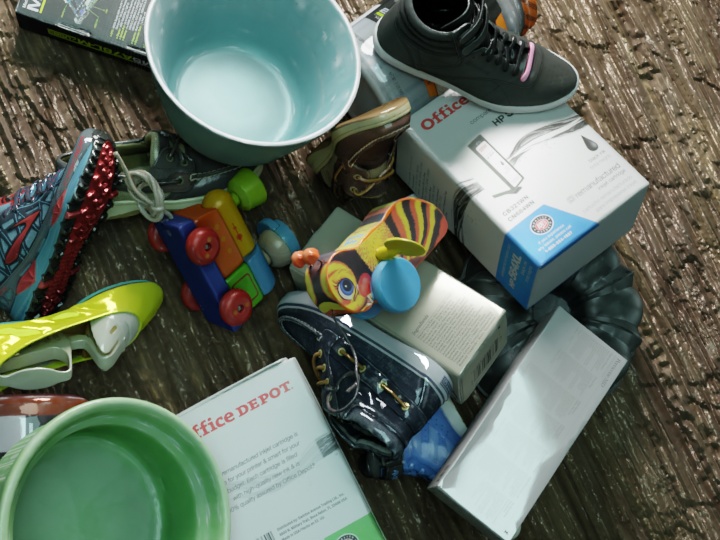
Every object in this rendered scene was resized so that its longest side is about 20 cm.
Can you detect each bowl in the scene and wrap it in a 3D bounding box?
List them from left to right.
[{"bbox_3d":[-0.108,-0.178,1.115,0.197,0.105,0.204,8,65,-16],"label":"bowl"}]

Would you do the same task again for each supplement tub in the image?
[{"bbox_3d":[-0.286,0.212,1.053,0.105,0.107,0.204,-1,78,-9],"label":"supplement tub"},{"bbox_3d":[0.071,-0.226,1.192,0.199,0.123,0.123,-38,87,-15],"label":"supplement tub"}]

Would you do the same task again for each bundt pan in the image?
[{"bbox_3d":[0.190,0.042,1.182,0.198,0.076,0.206,2,78,-10],"label":"bundt pan"}]

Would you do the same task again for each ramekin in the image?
[{"bbox_3d":[-0.213,0.208,0.980,0.198,0.097,0.204,9,75,-35],"label":"ramekin"}]

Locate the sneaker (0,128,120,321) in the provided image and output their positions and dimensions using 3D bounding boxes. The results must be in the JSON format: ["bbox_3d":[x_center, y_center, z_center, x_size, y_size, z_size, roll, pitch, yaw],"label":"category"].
[{"bbox_3d":[-0.291,-0.048,1.087,0.095,0.079,0.202,33,107,8],"label":"sneaker"}]

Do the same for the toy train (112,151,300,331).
[{"bbox_3d":[-0.135,-0.055,1.109,0.116,0.084,0.202,-42,124,-26],"label":"toy train"}]

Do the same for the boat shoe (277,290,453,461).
[{"bbox_3d":[-0.019,0.092,1.094,0.199,0.071,0.091,26,62,33],"label":"boat shoe"}]

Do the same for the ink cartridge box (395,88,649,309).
[{"bbox_3d":[0.147,-0.089,1.140,0.145,0.085,0.200,-35,67,-18],"label":"ink cartridge box"}]

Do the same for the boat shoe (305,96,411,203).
[{"bbox_3d":[0.007,-0.103,1.118,0.071,0.200,0.073,-26,91,-23],"label":"boat shoe"}]

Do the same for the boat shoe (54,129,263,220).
[{"bbox_3d":[-0.190,-0.098,1.142,0.197,0.067,0.072,-12,45,-9],"label":"boat shoe"}]

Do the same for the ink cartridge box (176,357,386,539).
[{"bbox_3d":[-0.079,0.200,1.095,0.144,0.084,0.202,-26,84,-7],"label":"ink cartridge box"}]

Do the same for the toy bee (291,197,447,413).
[{"bbox_3d":[0.000,0.000,1.033,0.109,0.130,0.202,44,38,-23],"label":"toy bee"}]

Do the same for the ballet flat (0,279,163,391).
[{"bbox_3d":[-0.258,0.067,1.086,0.198,0.068,0.067,-16,48,-30],"label":"ballet flat"}]

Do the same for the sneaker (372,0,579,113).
[{"bbox_3d":[0.113,-0.200,1.079,0.197,0.099,0.072,16,75,-7],"label":"sneaker"}]

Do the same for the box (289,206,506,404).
[{"bbox_3d":[0.035,0.031,1.125,0.199,0.069,0.082,34,71,22],"label":"box"}]

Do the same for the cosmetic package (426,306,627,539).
[{"bbox_3d":[0.150,0.139,1.089,0.082,0.051,0.201,37,75,1],"label":"cosmetic package"}]

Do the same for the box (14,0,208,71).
[{"bbox_3d":[-0.219,-0.307,1.201,0.190,0.048,0.203,16,77,-3],"label":"box"}]

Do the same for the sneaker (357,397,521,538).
[{"bbox_3d":[0.058,0.183,1.128,0.110,0.077,0.202,-29,81,-19],"label":"sneaker"}]

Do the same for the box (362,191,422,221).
[{"bbox_3d":[0.095,-0.073,1.207,0.198,0.039,0.042,-26,81,-13],"label":"box"}]
